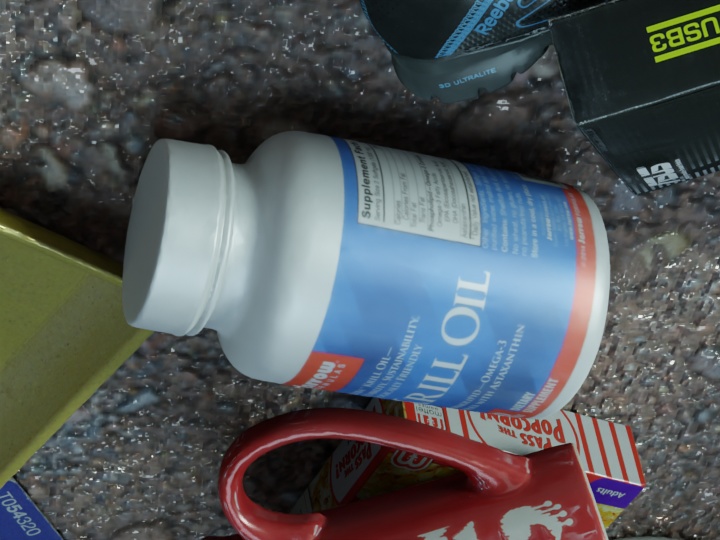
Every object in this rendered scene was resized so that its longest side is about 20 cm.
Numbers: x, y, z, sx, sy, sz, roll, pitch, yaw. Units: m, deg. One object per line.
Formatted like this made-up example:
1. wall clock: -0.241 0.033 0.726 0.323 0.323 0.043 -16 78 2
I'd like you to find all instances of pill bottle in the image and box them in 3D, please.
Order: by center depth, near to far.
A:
1. pill bottle: 0.000 0.000 0.758 0.199 0.112 0.112 9 133 -18

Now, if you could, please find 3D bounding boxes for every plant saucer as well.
1. plant saucer: -0.223 0.021 0.790 0.200 0.049 0.200 26 126 -31

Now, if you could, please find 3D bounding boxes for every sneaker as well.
1. sneaker: 0.092 -0.134 0.663 0.200 0.073 0.082 -24 133 14

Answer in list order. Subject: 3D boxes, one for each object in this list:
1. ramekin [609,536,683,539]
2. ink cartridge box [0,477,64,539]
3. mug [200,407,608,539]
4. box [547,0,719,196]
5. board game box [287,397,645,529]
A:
1. ramekin: 0.166 0.253 1.055 0.200 0.098 0.201 -5 136 -5
2. ink cartridge box: -0.252 0.211 0.987 0.199 0.043 0.197 -16 135 10
3. mug: 0.026 0.156 0.846 0.199 0.134 0.178 -18 136 5
4. box: 0.181 -0.085 0.654 0.193 0.048 0.200 -18 171 12
5. board game box: 0.042 0.148 0.963 0.151 0.046 0.200 15 131 -22
